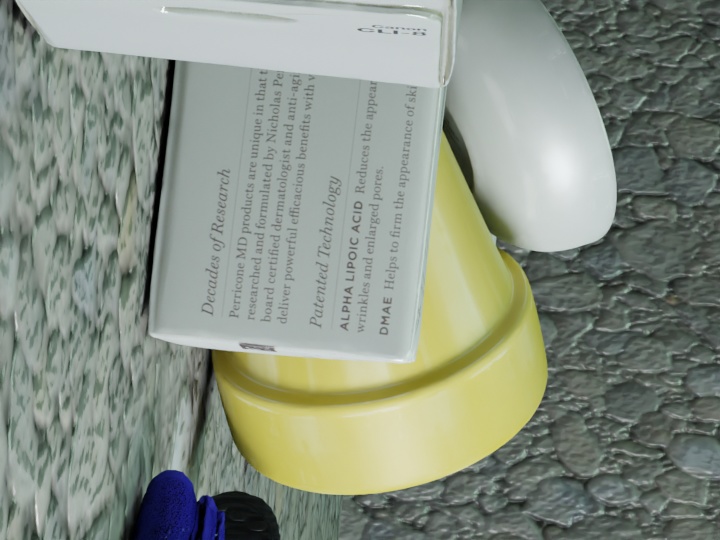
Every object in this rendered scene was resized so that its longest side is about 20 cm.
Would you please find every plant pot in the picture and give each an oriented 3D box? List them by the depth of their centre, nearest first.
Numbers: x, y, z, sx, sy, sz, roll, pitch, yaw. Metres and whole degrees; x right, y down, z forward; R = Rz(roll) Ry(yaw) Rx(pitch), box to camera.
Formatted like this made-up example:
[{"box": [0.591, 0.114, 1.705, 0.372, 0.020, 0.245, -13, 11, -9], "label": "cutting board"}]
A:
[{"box": [0.000, 0.000, 1.504, 0.201, 0.201, 0.189, -80, 161, -58], "label": "plant pot"}]

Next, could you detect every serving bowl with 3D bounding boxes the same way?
[{"box": [0.075, -0.095, 1.549, 0.200, 0.066, 0.200, 56, -16, 26], "label": "serving bowl"}]

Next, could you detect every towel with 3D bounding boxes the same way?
[{"box": [-0.097, 0.208, 1.220, 0.200, 0.050, 0.148, -79, 173, -62], "label": "towel"}]

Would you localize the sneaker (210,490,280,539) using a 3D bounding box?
[{"box": [-0.080, 0.228, 1.452, 0.078, 0.066, 0.200, 98, -1, -55], "label": "sneaker"}]

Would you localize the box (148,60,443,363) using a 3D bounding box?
[{"box": [-0.026, -0.054, 1.304, 0.199, 0.131, 0.200, 42, 55, -87], "label": "box"}]

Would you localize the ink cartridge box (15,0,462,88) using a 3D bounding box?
[{"box": [-0.031, -0.172, 0.803, 0.145, 0.145, 0.200, 80, 17, -81], "label": "ink cartridge box"}]

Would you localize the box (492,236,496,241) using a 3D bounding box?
[{"box": [0.058, -0.017, 2.703, 0.199, 0.171, 0.200, 88, 8, -70], "label": "box"}]
